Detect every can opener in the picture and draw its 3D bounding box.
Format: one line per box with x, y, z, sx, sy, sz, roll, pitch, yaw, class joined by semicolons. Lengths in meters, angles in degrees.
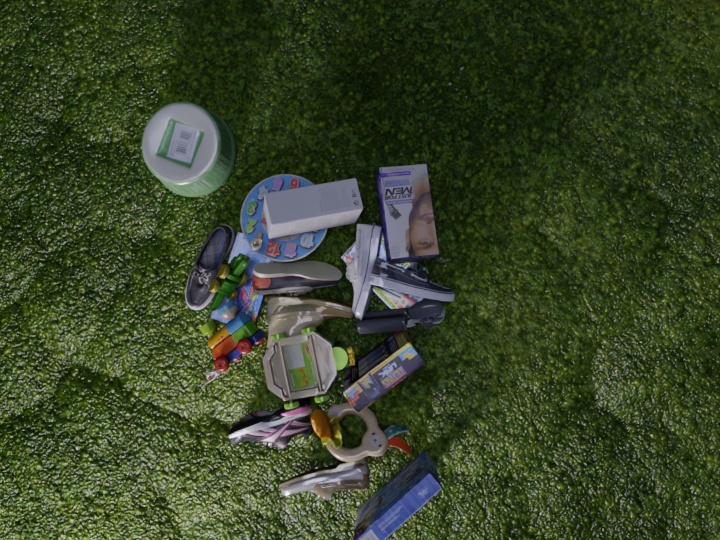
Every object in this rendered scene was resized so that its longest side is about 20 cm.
0.082;0.091;1.350;0.196;0.054;0.068;-7;127;20;can opener

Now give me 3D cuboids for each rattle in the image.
0.009;0.331;1.341;0.197;0.144;0.131;13;48;17;rattle

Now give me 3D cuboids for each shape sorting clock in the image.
-0.167;-0.118;1.412;0.196;0.039;0.204;0;80;-1;shape sorting clock

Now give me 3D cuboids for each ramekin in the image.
-0.381;-0.270;1.406;0.196;0.098;0.204;0;88;3;ramekin

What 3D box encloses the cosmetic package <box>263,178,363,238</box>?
-0.102;-0.130;1.354;0.196;0.101;0.073;-12;79;-14;cosmetic package

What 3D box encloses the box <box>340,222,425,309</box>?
0.062;0.005;1.409;0.200;0.035;0.110;45;90;3;box

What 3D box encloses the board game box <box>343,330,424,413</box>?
0.043;0.201;1.320;0.164;0.200;0.057;-36;93;2;board game box

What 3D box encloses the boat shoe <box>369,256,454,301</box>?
0.114;0.017;1.335;0.197;0.072;0.069;14;90;-17;boat shoe

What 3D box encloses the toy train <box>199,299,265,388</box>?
-0.313;0.160;1.393;0.199;0.085;0.116;-36;90;18;toy train

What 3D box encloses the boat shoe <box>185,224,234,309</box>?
-0.337;-0.008;1.411;0.069;0.066;0.202;28;90;4;boat shoe

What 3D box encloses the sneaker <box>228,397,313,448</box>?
-0.192;0.353;1.391;0.197;0.080;0.088;-17;98;8;sneaker

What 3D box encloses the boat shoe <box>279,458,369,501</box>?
-0.076;0.461;1.380;0.196;0.075;0.070;-16;82;1;boat shoe

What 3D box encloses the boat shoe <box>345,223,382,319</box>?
0.000;0.000;1.365;0.064;0.074;0.204;10;78;7;boat shoe

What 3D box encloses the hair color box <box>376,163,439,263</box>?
0.100;-0.121;1.377;0.107;0.065;0.204;-6;81;-7;hair color box

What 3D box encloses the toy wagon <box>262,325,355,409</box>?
-0.104;0.198;1.337;0.196;0.040;0.158;-12;87;7;toy wagon

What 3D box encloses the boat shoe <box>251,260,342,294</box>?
-0.139;0.022;1.401;0.196;0.072;0.064;0;120;-12;boat shoe

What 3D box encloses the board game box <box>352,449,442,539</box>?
0.075;0.469;1.311;0.199;0.199;0.044;-42;85;0;board game box

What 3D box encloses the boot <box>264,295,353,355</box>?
-0.113;0.138;1.393;0.196;0.073;0.159;4;88;4;boot

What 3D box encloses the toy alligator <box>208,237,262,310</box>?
-0.274;-0.001;1.387;0.059;0.054;0.201;26;108;-33;toy alligator

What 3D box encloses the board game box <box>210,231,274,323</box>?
-0.257;0.025;1.431;0.101;0.019;0.203;18;89;5;board game box
